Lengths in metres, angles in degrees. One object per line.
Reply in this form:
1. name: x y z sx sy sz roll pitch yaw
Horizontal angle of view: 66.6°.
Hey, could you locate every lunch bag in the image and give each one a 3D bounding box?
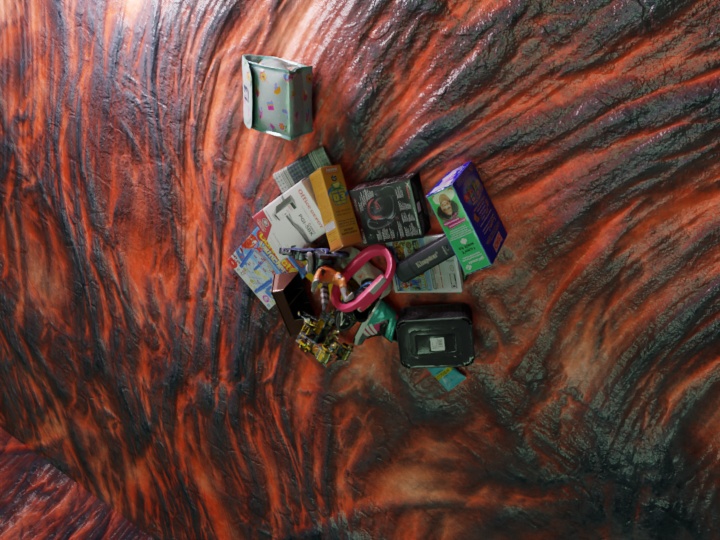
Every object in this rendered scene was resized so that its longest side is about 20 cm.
1. lunch bag: -0.221 -0.434 1.359 0.196 0.122 0.174 21 125 25

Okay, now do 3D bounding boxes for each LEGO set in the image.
1. LEGO set: -0.087 0.177 1.557 0.152 0.199 0.118 34 99 29

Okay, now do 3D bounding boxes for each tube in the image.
1. tube: 0.203 0.253 1.541 0.200 0.051 0.077 44 131 -4

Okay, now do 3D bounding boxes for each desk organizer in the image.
1. desk organizer: -0.192 0.099 1.591 0.075 0.073 0.203 -7 134 8

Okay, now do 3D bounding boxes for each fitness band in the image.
1. fitness band: 0.006 0.023 1.405 0.200 0.144 0.037 -43 129 8

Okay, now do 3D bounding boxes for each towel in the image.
1. towel: -0.122 -0.209 1.481 0.189 0.035 0.204 -22 101 30

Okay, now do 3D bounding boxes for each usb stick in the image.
1. usb stick: 0.161 -0.030 1.341 0.198 0.032 0.056 -32 88 40

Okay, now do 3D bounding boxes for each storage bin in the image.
1. storage bin: 0.199 0.172 1.438 0.194 0.094 0.139 -4 109 13

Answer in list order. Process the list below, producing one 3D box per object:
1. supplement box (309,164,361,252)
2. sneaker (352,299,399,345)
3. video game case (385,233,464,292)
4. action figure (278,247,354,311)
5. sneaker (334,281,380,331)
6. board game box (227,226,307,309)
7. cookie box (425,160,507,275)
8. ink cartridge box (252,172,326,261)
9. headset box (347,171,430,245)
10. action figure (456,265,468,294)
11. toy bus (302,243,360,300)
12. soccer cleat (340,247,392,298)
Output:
1. supplement box: -0.062 -0.156 1.370 0.068 0.065 0.205 -23 84 58
2. sneaker: 0.057 0.168 1.549 0.119 0.084 0.202 30 138 3
3. video game case: 0.159 -0.016 1.382 0.196 0.018 0.147 -2 107 37
4. action figure: -0.117 0.004 1.405 0.195 0.195 0.107 6 119 -21
5. sneaker: -0.016 0.106 1.460 0.070 0.083 0.199 37 132 -10
6. board game box: -0.271 -0.017 1.629 0.201 0.056 0.195 49 125 -3
7. cookie box: 0.248 -0.122 1.252 0.074 0.171 0.203 -22 104 35
8. ink cartridge box: -0.169 -0.140 1.462 0.198 0.083 0.149 -30 98 31
9. headset box: 0.064 -0.152 1.384 0.195 0.075 0.152 -7 110 29
10. action figure: 0.186 -0.034 1.397 0.197 0.055 0.121 28 125 20
11. toy bus: -0.086 0.020 1.537 0.199 0.079 0.065 41 125 -6
12. soccer cleat: 0.000 0.000 1.491 0.198 0.078 0.070 36 125 6
